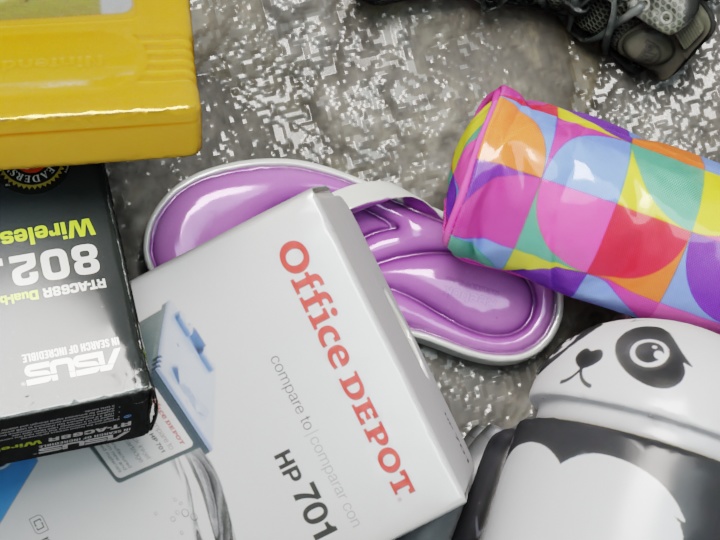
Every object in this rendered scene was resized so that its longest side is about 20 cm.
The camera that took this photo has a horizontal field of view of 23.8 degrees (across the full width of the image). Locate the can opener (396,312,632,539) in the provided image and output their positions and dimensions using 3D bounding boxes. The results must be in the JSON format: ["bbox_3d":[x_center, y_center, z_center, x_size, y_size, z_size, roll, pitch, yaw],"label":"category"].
[{"bbox_3d":[0.072,0.103,0.790,0.067,0.053,0.200,41,81,-2],"label":"can opener"}]

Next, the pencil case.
[{"bbox_3d":[0.133,-0.012,0.761,0.199,0.088,0.089,22,81,-1],"label":"pencil case"}]

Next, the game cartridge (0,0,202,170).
[{"bbox_3d":[-0.154,-0.110,0.664,0.175,0.033,0.201,-5,41,-7],"label":"game cartridge"}]

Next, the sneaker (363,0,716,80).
[{"bbox_3d":[0.095,-0.140,0.807,0.198,0.076,0.115,-16,80,-16],"label":"sneaker"}]

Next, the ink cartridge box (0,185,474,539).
[{"bbox_3d":[-0.070,0.073,0.731,0.199,0.086,0.147,-27,89,7],"label":"ink cartridge box"}]

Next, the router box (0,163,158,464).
[{"bbox_3d":[-0.189,0.004,0.647,0.198,0.062,0.151,-11,70,-13],"label":"router box"}]

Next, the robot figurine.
[{"bbox_3d":[0.108,0.119,0.688,0.149,0.125,0.201,16,78,10],"label":"robot figurine"}]

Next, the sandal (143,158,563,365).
[{"bbox_3d":[0.001,-0.008,0.791,0.201,0.050,0.083,10,82,-8],"label":"sandal"}]
